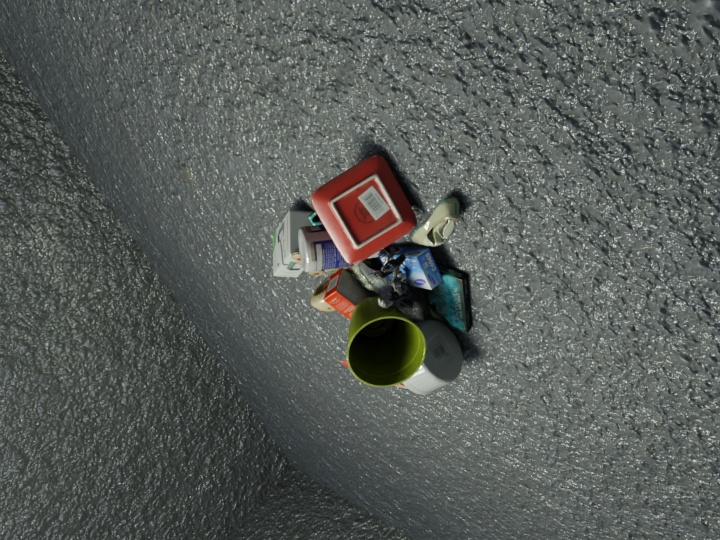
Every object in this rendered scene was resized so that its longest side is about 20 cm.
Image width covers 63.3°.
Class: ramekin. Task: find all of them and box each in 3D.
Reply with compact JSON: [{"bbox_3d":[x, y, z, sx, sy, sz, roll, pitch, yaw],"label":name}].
[{"bbox_3d":[0.188,0.232,1.610,0.201,0.200,0.098,50,135,-8],"label":"ramekin"}]

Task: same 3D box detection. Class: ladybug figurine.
[{"bbox_3d":[-0.085,0.069,1.767,0.072,0.136,0.200,50,-171,-11],"label":"ladybug figurine"}]

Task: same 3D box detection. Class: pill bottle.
[{"bbox_3d":[-0.056,-0.066,1.534,0.120,0.200,0.120,173,90,-77],"label":"pill bottle"}]

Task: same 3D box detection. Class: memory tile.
[{"bbox_3d":[-0.102,-0.024,1.696,0.153,0.017,0.200,-8,161,12],"label":"memory tile"}]

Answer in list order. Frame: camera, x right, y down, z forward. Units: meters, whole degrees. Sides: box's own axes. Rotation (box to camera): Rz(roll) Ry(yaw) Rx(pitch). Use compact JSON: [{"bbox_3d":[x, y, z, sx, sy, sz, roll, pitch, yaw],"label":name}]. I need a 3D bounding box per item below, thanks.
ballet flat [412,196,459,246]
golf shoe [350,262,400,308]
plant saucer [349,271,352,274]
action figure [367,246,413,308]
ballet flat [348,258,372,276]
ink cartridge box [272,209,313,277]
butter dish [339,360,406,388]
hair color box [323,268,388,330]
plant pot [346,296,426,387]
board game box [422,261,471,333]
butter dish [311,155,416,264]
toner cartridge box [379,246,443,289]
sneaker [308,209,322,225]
[{"bbox_3d":[0.175,-0.093,1.342,0.069,0.069,0.200,42,151,6],"label":"ballet flat"},{"bbox_3d":[0.053,0.025,1.629,0.200,0.097,0.078,48,170,-19],"label":"golf shoe"},{"bbox_3d":[0.025,0.079,1.810,0.200,0.019,0.070,52,150,-13],"label":"plant saucer"},{"bbox_3d":[0.075,0.032,1.464,0.200,0.102,0.119,79,165,-46],"label":"action figure"},{"bbox_3d":[0.000,0.000,1.683,0.068,0.075,0.200,33,149,35],"label":"ballet flat"},{"bbox_3d":[-0.202,-0.079,1.769,0.200,0.084,0.146,139,130,-60],"label":"ink cartridge box"},{"bbox_3d":[0.078,0.248,1.698,0.199,0.148,0.200,3,160,45],"label":"butter dish"},{"bbox_3d":[-0.004,0.093,1.656,0.200,0.102,0.061,38,128,-21],"label":"hair color box"},{"bbox_3d":[0.052,0.165,1.520,0.201,0.200,0.193,61,-176,-24],"label":"plant pot"},{"bbox_3d":[0.222,0.066,1.527,0.135,0.028,0.200,23,143,35],"label":"board game box"},{"bbox_3d":[0.003,-0.149,1.409,0.200,0.199,0.148,59,178,-13],"label":"butter dish"},{"bbox_3d":[0.125,-0.010,1.496,0.095,0.043,0.200,62,159,-16],"label":"toner cartridge box"},{"bbox_3d":[-0.065,-0.150,1.566,0.200,0.091,0.078,-1,127,53],"label":"sneaker"}]
